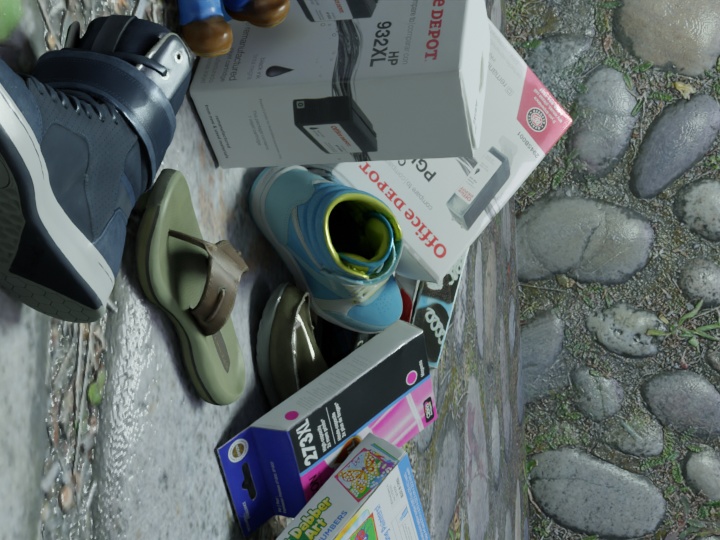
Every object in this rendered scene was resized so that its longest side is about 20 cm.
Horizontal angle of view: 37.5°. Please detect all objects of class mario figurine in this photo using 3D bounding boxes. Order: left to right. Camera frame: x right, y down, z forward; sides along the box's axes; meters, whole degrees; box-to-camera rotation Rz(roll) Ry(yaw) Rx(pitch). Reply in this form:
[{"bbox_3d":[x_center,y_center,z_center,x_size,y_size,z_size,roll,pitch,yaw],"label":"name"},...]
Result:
[{"bbox_3d":[-0.094,-0.236,0.676,0.124,0.105,0.201,-73,159,-46],"label":"mario figurine"}]

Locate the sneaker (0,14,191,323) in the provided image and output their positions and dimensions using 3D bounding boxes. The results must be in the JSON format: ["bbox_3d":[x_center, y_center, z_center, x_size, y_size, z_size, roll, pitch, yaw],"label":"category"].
[{"bbox_3d":[-0.143,-0.084,0.488,0.203,0.077,0.147,82,24,-62],"label":"sneaker"}]

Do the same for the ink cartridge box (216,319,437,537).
[{"bbox_3d":[-0.020,0.129,0.856,0.200,0.037,0.095,-32,127,-30],"label":"ink cartridge box"}]

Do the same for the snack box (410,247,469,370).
[{"bbox_3d":[0.082,-0.002,1.055,0.116,0.037,0.201,94,11,-83],"label":"snack box"}]

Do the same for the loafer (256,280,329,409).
[{"bbox_3d":[-0.041,0.103,0.912,0.075,0.069,0.201,-59,145,-64],"label":"loafer"}]

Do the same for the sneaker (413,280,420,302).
[{"bbox_3d":[0.037,0.108,1.245,0.105,0.075,0.201,90,15,-49],"label":"sneaker"}]

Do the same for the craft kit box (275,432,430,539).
[{"bbox_3d":[-0.020,0.265,0.858,0.198,0.048,0.201,-48,142,-30],"label":"craft kit box"}]

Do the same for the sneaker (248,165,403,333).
[{"bbox_3d":[0.000,0.000,0.879,0.080,0.130,0.200,-53,129,-13],"label":"sneaker"}]

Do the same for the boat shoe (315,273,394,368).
[{"bbox_3d":[-0.010,0.023,0.992,0.057,0.068,0.201,-12,105,-56],"label":"boat shoe"}]

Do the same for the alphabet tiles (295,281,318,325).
[{"bbox_3d":[-0.036,-0.050,1.060,0.196,0.015,0.201,65,27,-56],"label":"alphabet tiles"}]

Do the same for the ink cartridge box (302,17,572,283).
[{"bbox_3d":[0.068,-0.110,0.938,0.146,0.200,0.085,45,-10,-20],"label":"ink cartridge box"}]

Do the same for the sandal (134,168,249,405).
[{"bbox_3d":[-0.100,0.011,0.716,0.202,0.057,0.080,74,20,-44],"label":"sandal"}]

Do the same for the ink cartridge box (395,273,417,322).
[{"bbox_3d":[0.020,0.065,1.079,0.200,0.050,0.162,-72,177,-53],"label":"ink cartridge box"}]

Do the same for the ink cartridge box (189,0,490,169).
[{"bbox_3d":[-0.010,-0.159,0.799,0.084,0.199,0.146,72,22,-48],"label":"ink cartridge box"}]
